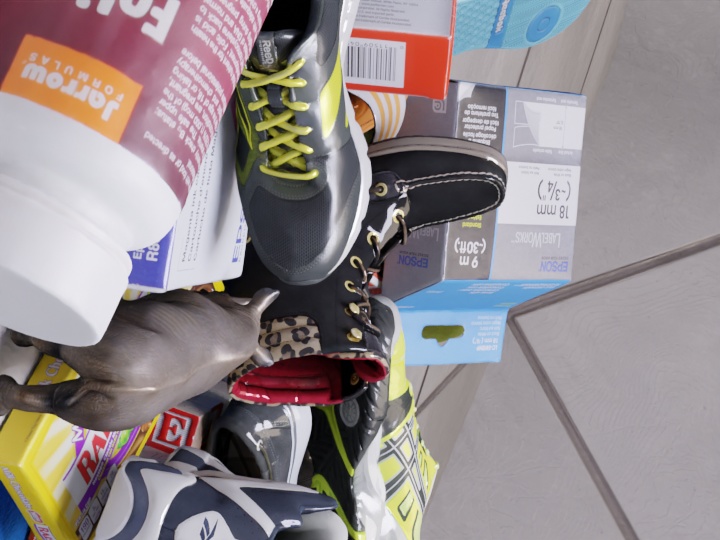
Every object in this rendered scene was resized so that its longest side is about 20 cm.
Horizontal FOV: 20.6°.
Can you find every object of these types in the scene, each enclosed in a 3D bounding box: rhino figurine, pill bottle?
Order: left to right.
[{"bbox_3d":[-0.110,-0.080,0.805,0.114,0.113,0.201,83,28,-70],"label":"pill bottle"},{"bbox_3d":[-0.103,0.039,1.039,0.200,0.087,0.060,-21,115,-61],"label":"rhino figurine"}]

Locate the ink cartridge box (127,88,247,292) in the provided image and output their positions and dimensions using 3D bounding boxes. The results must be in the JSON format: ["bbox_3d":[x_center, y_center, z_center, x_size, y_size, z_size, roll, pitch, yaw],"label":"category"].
[{"bbox_3d":[-0.089,-0.091,1.027,0.200,0.043,0.198,-19,118,-79],"label":"ink cartridge box"}]

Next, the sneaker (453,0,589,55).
[{"bbox_3d":[0.064,-0.216,1.395,0.199,0.131,0.080,-13,140,-35],"label":"sneaker"}]

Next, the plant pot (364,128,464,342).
[{"bbox_3d":[0.024,-0.072,1.476,0.188,0.186,0.200,-67,154,-22],"label":"plant pot"}]

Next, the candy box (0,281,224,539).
[{"bbox_3d":[-0.137,0.054,1.104,0.201,0.026,0.103,-65,150,-32],"label":"candy box"}]

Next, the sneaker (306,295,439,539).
[{"bbox_3d":[0.009,0.112,1.284,0.076,0.075,0.202,-8,109,-38],"label":"sneaker"}]

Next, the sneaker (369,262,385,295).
[{"bbox_3d":[-0.025,-0.037,1.370,0.200,0.076,0.083,41,54,-58],"label":"sneaker"}]

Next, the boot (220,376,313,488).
[{"bbox_3d":[-0.042,0.119,1.337,0.070,0.198,0.133,-55,166,-59],"label":"boot"}]

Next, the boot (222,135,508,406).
[{"bbox_3d":[0.000,0.000,1.213,0.073,0.198,0.152,85,-2,-55],"label":"boot"}]

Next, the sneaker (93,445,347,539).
[{"bbox_3d":[-0.063,0.153,1.117,0.199,0.129,0.080,65,46,-77],"label":"sneaker"}]

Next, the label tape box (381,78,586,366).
[{"bbox_3d":[0.086,-0.029,1.390,0.143,0.063,0.202,0,96,-46],"label":"label tape box"}]

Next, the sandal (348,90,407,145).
[{"bbox_3d":[-0.026,-0.088,1.261,0.079,0.059,0.206,-45,162,27],"label":"sandal"}]

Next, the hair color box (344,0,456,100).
[{"bbox_3d":[0.010,-0.199,1.139,0.061,0.100,0.202,93,4,-59],"label":"hair color box"}]

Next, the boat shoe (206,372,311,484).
[{"bbox_3d":[-0.075,0.148,1.267,0.057,0.068,0.201,-39,149,-41],"label":"boat shoe"}]

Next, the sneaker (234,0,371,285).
[{"bbox_3d":[-0.042,-0.092,1.014,0.085,0.074,0.202,-12,101,-71],"label":"sneaker"}]

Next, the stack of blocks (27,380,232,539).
[{"bbox_3d":[-0.137,0.132,1.227,0.200,0.058,0.116,-24,133,-77],"label":"stack of blocks"}]
